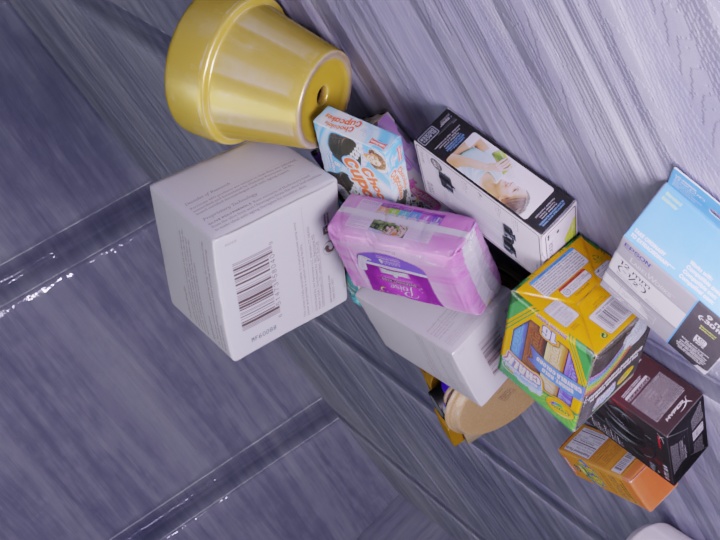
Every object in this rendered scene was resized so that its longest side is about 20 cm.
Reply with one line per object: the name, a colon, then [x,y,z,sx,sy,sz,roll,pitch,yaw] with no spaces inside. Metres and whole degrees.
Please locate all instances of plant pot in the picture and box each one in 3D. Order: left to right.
plant pot: [-0.120,-0.248,1.507,0.187,0.202,0.201,22,158,24]

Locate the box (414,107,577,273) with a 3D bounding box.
box: [0.158,-0.086,1.350,0.200,0.060,0.117,40,166,28]

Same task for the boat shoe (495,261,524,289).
boat shoe: [0.198,0.042,1.586,0.072,0.068,0.200,51,167,-23]

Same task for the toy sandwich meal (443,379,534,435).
toy sandwich meal: [0.193,0.148,1.653,0.070,0.204,0.206,52,173,35]

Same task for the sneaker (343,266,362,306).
sneaker: [0.000,0.000,1.655,0.200,0.076,0.081,-75,-18,-79]

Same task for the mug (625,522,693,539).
mug: [0.493,0.490,1.841,0.153,0.149,0.188,42,162,54]

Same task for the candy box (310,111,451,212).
candy box: [0.033,-0.125,1.609,0.168,0.071,0.200,50,167,-15]

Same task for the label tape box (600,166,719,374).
label tape box: [0.314,0.006,1.112,0.143,0.066,0.200,43,168,15]

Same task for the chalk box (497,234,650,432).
chalk box: [0.245,0.085,1.346,0.124,0.124,0.201,40,151,25]

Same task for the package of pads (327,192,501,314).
package of pads: [0.067,-0.020,1.434,0.198,0.076,0.121,13,145,35]

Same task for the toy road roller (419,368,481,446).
toy road roller: [0.172,0.198,2.050,0.147,0.122,0.201,55,174,36]

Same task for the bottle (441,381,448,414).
bottle: [0.157,0.131,1.714,0.065,0.084,0.202,19,126,16]

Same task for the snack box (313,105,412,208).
snack box: [0.010,-0.109,1.493,0.115,0.037,0.201,26,149,29]

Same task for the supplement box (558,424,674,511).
supplement box: [0.383,0.293,1.756,0.067,0.069,0.200,52,168,-18]

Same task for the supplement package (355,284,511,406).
supplement package: [0.110,0.063,1.526,0.199,0.117,0.117,30,160,44]

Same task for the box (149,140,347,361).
box: [-0.145,-0.035,1.547,0.171,0.199,0.201,35,142,41]

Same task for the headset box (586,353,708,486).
headset box: [0.336,0.160,1.481,0.199,0.077,0.149,36,164,33]
